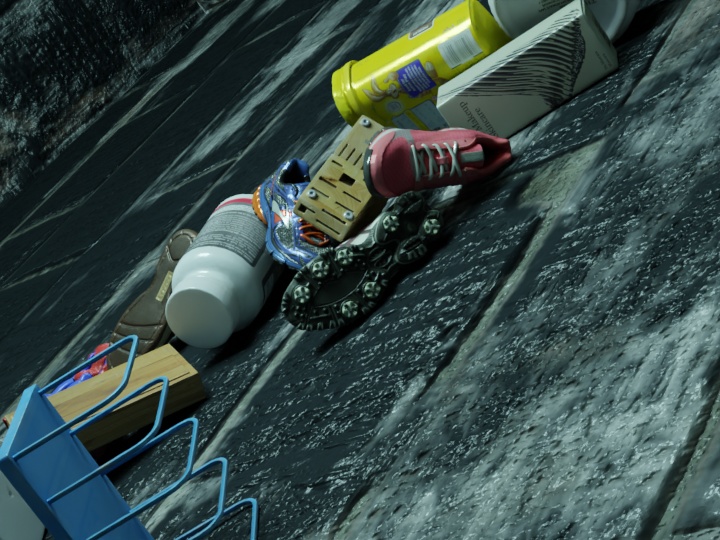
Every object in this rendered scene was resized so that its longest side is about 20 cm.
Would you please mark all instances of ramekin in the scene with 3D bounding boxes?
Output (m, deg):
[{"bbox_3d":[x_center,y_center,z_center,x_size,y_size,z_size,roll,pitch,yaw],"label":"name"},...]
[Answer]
[{"bbox_3d":[0.236,-0.336,1.827,0.201,0.202,0.095,-25,32,35],"label":"ramekin"}]

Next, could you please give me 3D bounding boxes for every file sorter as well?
[{"bbox_3d":[-0.188,0.176,1.328,0.122,0.201,0.139,-31,18,9],"label":"file sorter"}]

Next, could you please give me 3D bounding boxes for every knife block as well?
[{"bbox_3d":[-0.009,-0.078,1.765,0.201,0.064,0.176,-55,-10,-32],"label":"knife block"}]

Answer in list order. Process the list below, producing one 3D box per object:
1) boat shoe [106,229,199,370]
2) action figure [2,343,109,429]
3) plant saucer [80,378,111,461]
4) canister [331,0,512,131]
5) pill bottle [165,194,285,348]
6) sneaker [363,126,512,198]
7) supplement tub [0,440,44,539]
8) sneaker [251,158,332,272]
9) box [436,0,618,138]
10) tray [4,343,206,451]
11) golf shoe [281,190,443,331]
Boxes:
[{"bbox_3d":[-0.234,0.052,1.952,0.075,0.075,0.203,33,91,36],"label":"boat shoe"},{"bbox_3d":[-0.351,0.145,1.982,0.200,0.052,0.065,-41,23,-28],"label":"action figure"},{"bbox_3d":[-0.352,0.206,1.823,0.200,0.051,0.201,-34,17,12],"label":"plant saucer"},{"bbox_3d":[0.088,-0.226,1.905,0.199,0.148,0.087,-26,45,26],"label":"canister"},{"bbox_3d":[-0.155,0.003,1.849,0.110,0.111,0.200,-27,19,29],"label":"pill bottle"},{"bbox_3d":[0.085,-0.123,1.683,0.086,0.075,0.199,-1,10,44],"label":"sneaker"},{"bbox_3d":[-0.450,0.272,1.677,0.199,0.133,0.132,-23,21,17],"label":"supplement tub"},{"bbox_3d":[-0.070,-0.061,1.804,0.079,0.075,0.200,-59,37,23],"label":"sneaker"},{"bbox_3d":[0.188,-0.218,1.796,0.199,0.082,0.069,-33,19,19],"label":"box"},{"bbox_3d":[-0.278,0.147,1.719,0.199,0.037,0.099,-25,26,-18],"label":"tray"},{"bbox_3d":[0.000,0.000,1.649,0.199,0.077,0.088,-36,1,-17],"label":"golf shoe"}]
